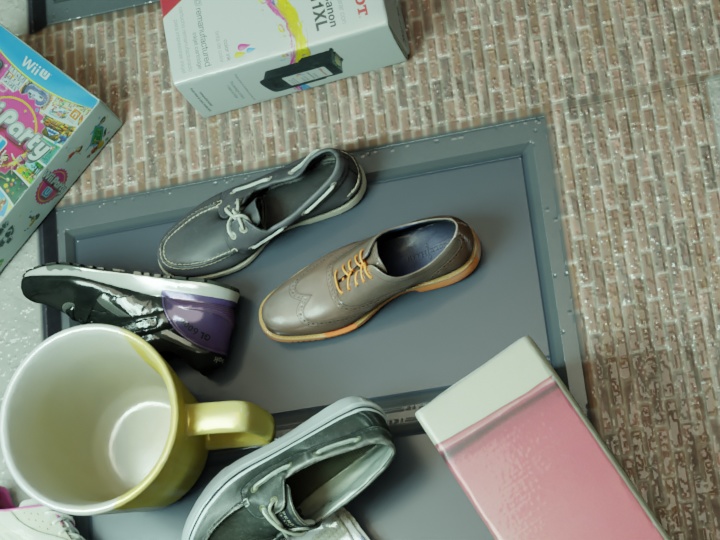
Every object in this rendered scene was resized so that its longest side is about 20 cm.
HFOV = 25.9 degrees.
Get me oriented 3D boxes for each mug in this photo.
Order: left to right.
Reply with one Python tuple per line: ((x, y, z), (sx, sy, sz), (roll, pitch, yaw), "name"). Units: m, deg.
((-0.180, 0.142, 1.277), (0.186, 0.153, 0.150), (28, 82, 19), "mug")

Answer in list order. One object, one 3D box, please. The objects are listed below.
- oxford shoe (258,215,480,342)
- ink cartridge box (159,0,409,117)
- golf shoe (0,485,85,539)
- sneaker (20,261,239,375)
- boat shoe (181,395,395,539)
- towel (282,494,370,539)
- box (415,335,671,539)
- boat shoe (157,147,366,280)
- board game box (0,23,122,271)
((0.000, 0.000, 1.313), (0.200, 0.073, 0.071), (-25, 70, 7), "oxford shoe")
((-0.071, -0.240, 1.395), (0.199, 0.083, 0.146), (-15, 71, 10), "ink cartridge box")
((-0.259, 0.238, 1.314), (0.199, 0.075, 0.092), (16, 76, 17), "golf shoe")
((-0.208, 0.045, 1.357), (0.199, 0.076, 0.088), (6, 82, 16), "sneaker")
((-0.059, 0.177, 1.243), (0.200, 0.072, 0.071), (-40, 27, 3), "boat shoe")
((-0.037, 0.273, 1.273), (0.147, 0.024, 0.200), (-44, 67, 1), "towel")
((0.148, 0.170, 1.198), (0.109, 0.128, 0.200), (-35, 68, 4), "box")
((-0.094, -0.054, 1.358), (0.200, 0.063, 0.073), (-24, 70, 7), "boat shoe")
((-0.340, -0.107, 1.437), (0.147, 0.064, 0.200), (37, 85, 20), "board game box")
